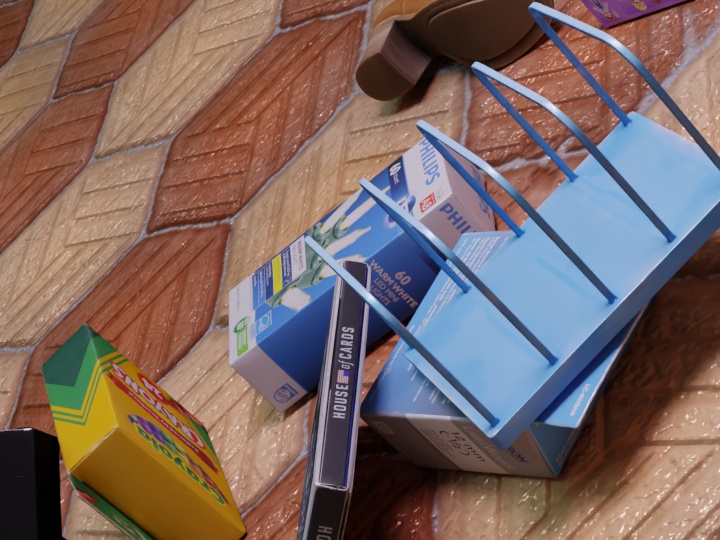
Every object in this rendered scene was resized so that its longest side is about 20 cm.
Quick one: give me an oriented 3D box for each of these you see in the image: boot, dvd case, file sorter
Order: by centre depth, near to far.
[{"bbox_3d":[0.086,-0.032,1.126,0.200,0.123,0.139,-46,26,-1],"label":"file sorter"},{"bbox_3d":[-0.019,0.113,1.229,0.200,0.025,0.151,-83,3,-52],"label":"dvd case"},{"bbox_3d":[0.087,-0.224,1.602,0.200,0.074,0.155,-17,34,41],"label":"boot"}]

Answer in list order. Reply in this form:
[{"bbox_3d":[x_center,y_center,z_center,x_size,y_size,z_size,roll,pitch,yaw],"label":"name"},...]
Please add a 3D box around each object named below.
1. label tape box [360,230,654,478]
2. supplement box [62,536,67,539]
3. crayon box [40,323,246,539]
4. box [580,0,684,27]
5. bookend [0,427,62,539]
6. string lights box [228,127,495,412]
[{"bbox_3d":[0.107,0.047,1.192,0.200,0.066,0.144,0,52,53],"label":"label tape box"},{"bbox_3d":[-0.293,0.250,1.410,0.200,0.109,0.110,-54,-2,-15],"label":"supplement box"},{"bbox_3d":[-0.148,0.128,1.387,0.051,0.127,0.200,-43,27,6],"label":"crayon box"},{"bbox_3d":[0.255,-0.254,1.426,0.200,0.039,0.137,-14,41,48],"label":"box"},{"bbox_3d":[-0.295,0.209,1.314,0.198,0.201,0.092,-4,-9,1],"label":"bookend"},{"bbox_3d":[0.000,0.000,1.422,0.200,0.059,0.103,-38,26,16],"label":"string lights box"}]
